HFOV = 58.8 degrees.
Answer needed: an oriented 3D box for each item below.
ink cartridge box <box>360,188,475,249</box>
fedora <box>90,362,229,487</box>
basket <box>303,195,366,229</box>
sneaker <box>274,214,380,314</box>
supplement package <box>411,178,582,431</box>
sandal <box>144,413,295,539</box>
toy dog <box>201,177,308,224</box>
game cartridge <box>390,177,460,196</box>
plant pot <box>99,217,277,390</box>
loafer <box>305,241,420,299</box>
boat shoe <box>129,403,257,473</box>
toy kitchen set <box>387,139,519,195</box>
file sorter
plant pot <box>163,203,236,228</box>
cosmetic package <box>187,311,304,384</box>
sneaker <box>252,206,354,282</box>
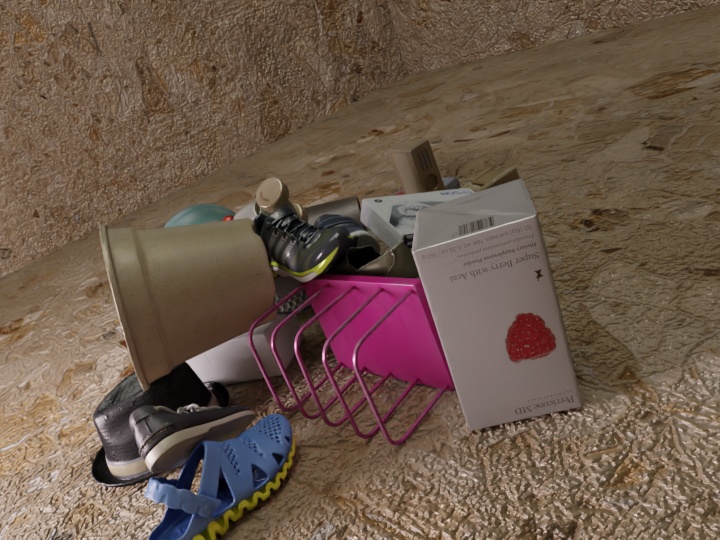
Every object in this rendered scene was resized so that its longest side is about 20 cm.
[{"bbox_3d":[0.123,-0.060,0.903,0.195,0.042,0.200,-8,30,-22],"label":"ink cartridge box"},{"bbox_3d":[-0.275,0.183,0.839,0.196,0.093,0.201,-19,21,7],"label":"fedora"},{"bbox_3d":[-0.084,-0.057,1.192,0.195,0.139,0.181,-16,14,4],"label":"basket"},{"bbox_3d":[-0.076,-0.014,0.961,0.198,0.078,0.146,-24,24,-4],"label":"sneaker"},{"bbox_3d":[0.137,0.034,0.645,0.118,0.204,0.120,-16,20,13],"label":"supplement package"},{"bbox_3d":[-0.144,0.211,0.659,0.078,0.089,0.199,-5,24,40],"label":"sandal"},{"bbox_3d":[-0.166,-0.052,0.968,0.198,0.130,0.098,-33,51,36],"label":"toy dog"},{"bbox_3d":[0.112,-0.144,1.343,0.198,0.042,0.132,-34,28,-29],"label":"game cartridge"},{"bbox_3d":[-0.206,0.022,0.797,0.179,0.206,0.200,-15,18,-18],"label":"plant pot"},{"bbox_3d":[0.000,0.000,0.819,0.197,0.071,0.075,-10,18,41],"label":"loafer"},{"bbox_3d":[-0.180,0.168,0.711,0.073,0.063,0.199,-48,-16,9],"label":"boat shoe"},{"bbox_3d":[0.192,-0.170,1.116,0.198,0.184,0.162,-33,24,-18],"label":"toy kitchen set"},{"bbox_3d":[-0.015,0.099,0.733,0.197,0.142,0.125,2,34,47],"label":"file sorter"},{"bbox_3d":[-0.259,-0.012,1.149,0.198,0.204,0.133,-30,23,-22],"label":"plant pot"},{"bbox_3d":[-0.194,0.114,0.960,0.195,0.073,0.102,-13,22,22],"label":"cosmetic package"},{"bbox_3d":[-0.084,-0.037,0.804,0.074,0.082,0.198,-43,23,-31],"label":"sneaker"}]
